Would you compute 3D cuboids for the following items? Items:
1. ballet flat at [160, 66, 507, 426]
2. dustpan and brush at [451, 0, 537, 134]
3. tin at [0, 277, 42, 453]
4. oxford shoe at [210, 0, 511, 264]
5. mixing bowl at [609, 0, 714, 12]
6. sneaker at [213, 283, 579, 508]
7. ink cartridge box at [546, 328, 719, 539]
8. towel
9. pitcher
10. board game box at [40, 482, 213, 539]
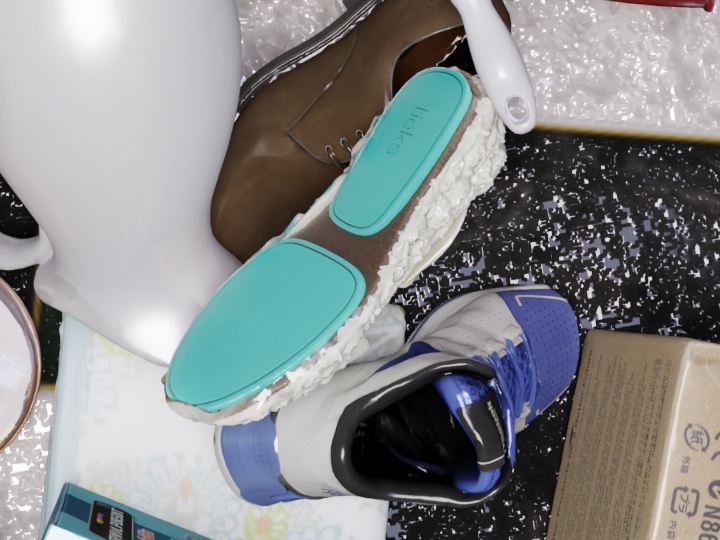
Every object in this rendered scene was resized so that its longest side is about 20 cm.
[{"bbox_3d":[0.000,0.000,0.768,0.072,0.072,0.200,42,79,-3],"label":"ballet flat"},{"bbox_3d":[0.030,-0.153,0.745,0.139,0.057,0.201,-23,77,10],"label":"dustpan and brush"},{"bbox_3d":[-0.250,0.027,0.856,0.199,0.042,0.112,28,83,-4],"label":"tin"},{"bbox_3d":[-0.009,-0.065,0.833,0.200,0.084,0.073,-47,136,9],"label":"oxford shoe"},{"bbox_3d":[0.096,-0.211,0.826,0.108,0.200,0.201,-9,90,9],"label":"mixing bowl"},{"bbox_3d":[0.044,0.067,0.808,0.199,0.115,0.081,-17,104,-37],"label":"sneaker"},{"bbox_3d":[0.142,0.133,0.826,0.075,0.165,0.201,10,89,-7],"label":"ink cartridge box"},{"bbox_3d":[-0.071,0.108,0.868,0.170,0.048,0.201,6,89,-8],"label":"towel"},{"bbox_3d":[-0.131,-0.071,0.770,0.171,0.121,0.201,12,129,22],"label":"pitcher"},{"bbox_3d":[-0.048,0.158,0.771,0.199,0.151,0.047,23,87,-6],"label":"board game box"}]
